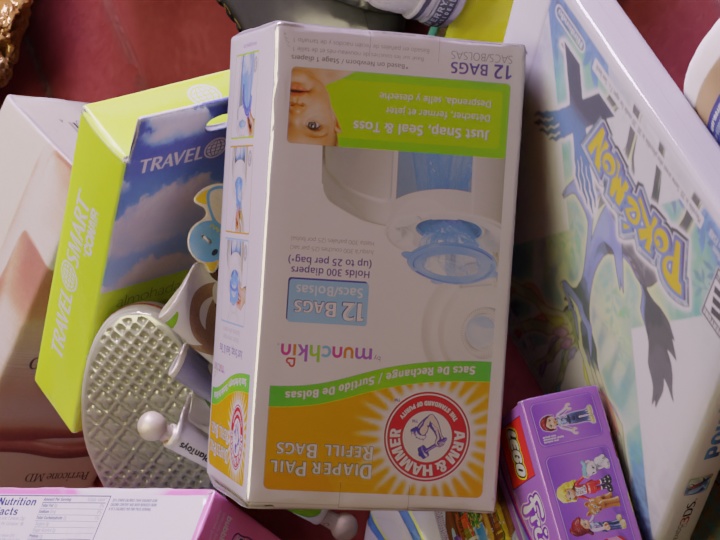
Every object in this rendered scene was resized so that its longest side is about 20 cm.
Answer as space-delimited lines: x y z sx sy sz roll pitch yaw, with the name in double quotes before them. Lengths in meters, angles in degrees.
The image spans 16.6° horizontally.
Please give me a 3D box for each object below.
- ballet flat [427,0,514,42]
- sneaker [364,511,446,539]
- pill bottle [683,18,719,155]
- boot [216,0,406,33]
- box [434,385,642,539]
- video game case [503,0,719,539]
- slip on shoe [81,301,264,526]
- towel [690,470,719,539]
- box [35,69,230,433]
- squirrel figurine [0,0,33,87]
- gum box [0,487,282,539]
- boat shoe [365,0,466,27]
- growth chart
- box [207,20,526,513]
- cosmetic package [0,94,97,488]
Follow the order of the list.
"ballet flat" 0.096 -0.166 1.104 0.067 0.067 0.200 32 115 18
"sneaker" 0.014 0.191 1.134 0.076 0.105 0.201 -15 78 43
"pill bottle" 0.216 -0.020 0.937 0.111 0.111 0.200 -48 58 32
"boot" -0.054 -0.123 1.239 0.200 0.077 0.139 11 104 48
"box" 0.089 0.164 1.065 0.137 0.039 0.201 132 125 -66
"video game case" 0.103 -0.008 1.030 0.183 0.022 0.200 103 146 -46
"slip on shoe" -0.087 0.090 1.208 0.074 0.061 0.200 1 131 18
"towel" 0.169 0.068 1.045 0.200 0.022 0.147 43 118 36
"box" -0.084 -0.020 1.186 0.048 0.122 0.200 48 139 32
"squirrel figurine" -0.241 -0.183 1.402 0.186 0.141 0.200 -36 78 26
"gum box" -0.109 0.155 1.145 0.200 0.113 0.066 -4 56 44
"boat shoe" 0.013 -0.202 1.133 0.071 0.070 0.201 130 147 -54
"growth chart" -0.023 0.012 1.139 0.201 0.144 0.018 -65 27 2
"box" 0.000 0.000 1.061 0.101 0.112 0.201 -170 84 -76
"cosmetic package" -0.165 0.016 1.319 0.087 0.103 0.200 45 120 37
